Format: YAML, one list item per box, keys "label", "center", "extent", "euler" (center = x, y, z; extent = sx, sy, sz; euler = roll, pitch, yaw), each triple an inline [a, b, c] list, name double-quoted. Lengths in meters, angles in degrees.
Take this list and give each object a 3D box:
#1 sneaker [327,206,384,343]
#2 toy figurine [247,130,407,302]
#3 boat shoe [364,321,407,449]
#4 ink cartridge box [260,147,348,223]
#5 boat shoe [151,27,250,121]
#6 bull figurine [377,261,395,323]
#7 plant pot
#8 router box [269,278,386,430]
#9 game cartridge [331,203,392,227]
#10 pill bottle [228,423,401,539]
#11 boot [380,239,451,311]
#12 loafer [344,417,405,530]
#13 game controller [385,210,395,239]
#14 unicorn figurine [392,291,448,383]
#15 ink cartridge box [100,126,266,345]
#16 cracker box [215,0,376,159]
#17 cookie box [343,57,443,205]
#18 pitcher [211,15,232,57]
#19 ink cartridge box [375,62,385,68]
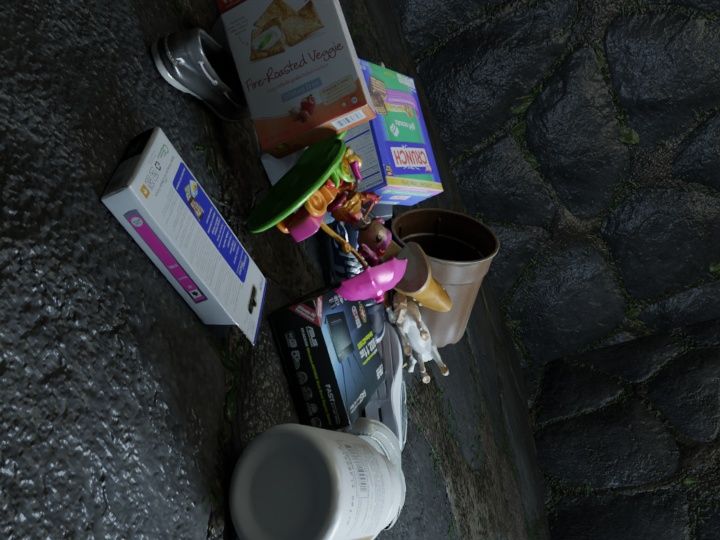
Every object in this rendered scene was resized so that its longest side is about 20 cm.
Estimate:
- label: "sneaker"
  center: [0.000, 0.000, 0.922]
  extent: [0.109, 0.068, 0.204]
  euler: [121, -41, -58]
- label: "toy figurine"
  center: [-0.015, -0.054, 0.773]
  extent: [0.185, 0.148, 0.202]
  euler: [48, 42, -23]
- label: "boat shoe"
  center: [0.034, 0.184, 0.960]
  extent: [0.071, 0.070, 0.205]
  euler: [49, 39, -69]
- label: "ink cartridge box"
  center: [-0.066, -0.142, 0.924]
  extent: [0.200, 0.066, 0.117]
  euler: [-60, 130, -67]
- label: "boat shoe"
  center: [-0.158, -0.222, 0.722]
  extent: [0.199, 0.056, 0.068]
  euler: [1, 73, -72]
- label: "bull figurine"
  center: [0.018, 0.022, 1.048]
  extent: [0.122, 0.063, 0.204]
  euler: [59, 26, -58]
- label: "plant pot"
  center: [0.139, 0.019, 1.170]
  extent: [0.202, 0.195, 0.202]
  euler: [-77, 176, -59]
- label: "router box"
  center: [-0.034, 0.101, 0.806]
  extent: [0.200, 0.061, 0.153]
  euler: [-27, 101, -73]
- label: "game cartridge"
  center: [-0.015, -0.177, 1.065]
  extent: [0.131, 0.041, 0.205]
  euler: [-11, 83, -33]
- label: "pill bottle"
  center: [-0.031, 0.217, 0.614]
  extent: [0.200, 0.112, 0.117]
  euler: [39, 38, -62]
- label: "boot"
  center: [0.098, 0.020, 0.961]
  extent: [0.143, 0.071, 0.201]
  euler: [41, 3, -26]
- label: "loafer"
  center: [0.021, 0.260, 0.798]
  extent: [0.071, 0.068, 0.202]
  euler: [-79, 156, -45]
- label: "game controller"
  center: [0.036, -0.073, 1.172]
  extent: [0.201, 0.041, 0.106]
  euler: [62, 39, -51]
- label: "unicorn figurine"
  center: [0.091, 0.120, 1.024]
  extent: [0.138, 0.072, 0.204]
  euler: [-113, -168, -62]
- label: "ink cartridge box"
  center: [-0.154, -0.024, 0.588]
  extent: [0.096, 0.036, 0.202]
  euler: [-88, 153, -49]
- label: "cracker box"
  center: [-0.076, -0.251, 0.719]
  extent: [0.058, 0.131, 0.205]
  euler: [8, 62, -77]
- label: "cookie box"
  center: [0.040, -0.214, 1.004]
  extent: [0.169, 0.074, 0.205]
  euler: [-4, 79, -53]
- label: "pitcher"
  center: [-0.114, -0.289, 0.855]
  extent: [0.200, 0.119, 0.174]
  euler: [46, 43, -36]
- label: "ink cartridge box"
  center: [0.007, -0.305, 1.218]
  extent: [0.202, 0.123, 0.130]
  euler: [-79, 147, -56]
